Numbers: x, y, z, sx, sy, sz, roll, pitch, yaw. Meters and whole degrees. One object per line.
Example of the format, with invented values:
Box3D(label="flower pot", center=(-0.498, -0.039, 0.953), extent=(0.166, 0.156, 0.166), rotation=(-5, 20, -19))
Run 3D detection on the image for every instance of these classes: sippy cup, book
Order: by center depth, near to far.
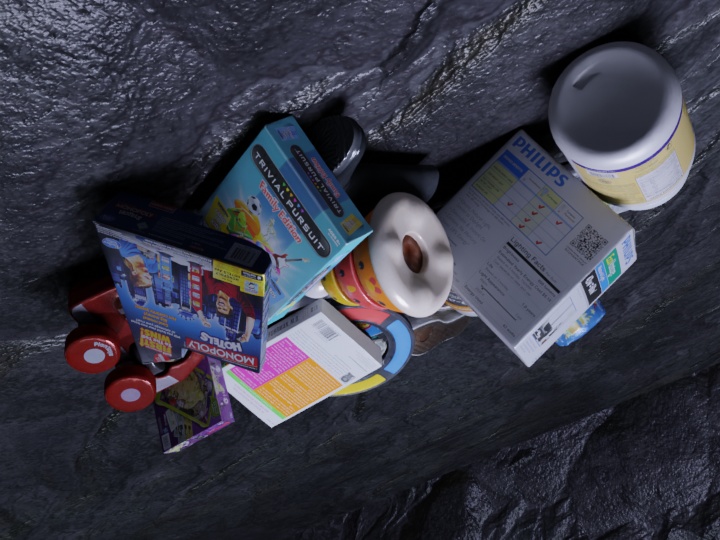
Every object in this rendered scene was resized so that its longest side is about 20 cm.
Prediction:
Box3D(label="book", center=(-0.088, 0.126, 1.236), extent=(0.199, 0.048, 0.134), rotation=(-29, 128, 25))
Box3D(label="sippy cup", center=(0.328, 0.048, 1.499), extent=(0.140, 0.131, 0.177), rotation=(-44, 173, 40))

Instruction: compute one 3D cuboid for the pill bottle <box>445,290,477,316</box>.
Box3D(label="pill bottle", center=(0.157, -0.005, 1.333), extent=(0.115, 0.117, 0.200), rotation=(-20, 157, 6))

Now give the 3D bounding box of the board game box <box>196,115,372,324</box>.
Box3D(label="board game box", center=(-0.095, -0.047, 1.004), extent=(0.047, 0.152, 0.200), rotation=(-29, 171, -44))

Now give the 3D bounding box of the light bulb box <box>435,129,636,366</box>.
Box3D(label="light bulb box", center=(0.206, -0.026, 1.140), extent=(0.200, 0.198, 0.125), rotation=(-44, 156, 2))

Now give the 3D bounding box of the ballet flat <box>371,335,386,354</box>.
Box3D(label="ballet flat", center=(-0.046, 0.165, 1.460), extent=(0.198, 0.072, 0.072), rotation=(-21, 157, 12))

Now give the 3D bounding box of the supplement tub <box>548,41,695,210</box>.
Box3D(label="supplement tub", center=(0.310, -0.159, 1.058), extent=(0.144, 0.147, 0.200), rotation=(-25, 156, 19))

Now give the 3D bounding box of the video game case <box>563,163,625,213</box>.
Box3D(label="video game case", center=(0.358, -0.123, 1.335), extent=(0.180, 0.022, 0.200), rotation=(-18, 158, 1))

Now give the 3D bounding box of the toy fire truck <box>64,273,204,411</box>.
Box3D(label="toy fire truck", center=(-0.269, 0.074, 1.151), extent=(0.167, 0.113, 0.201), rotation=(-25, 131, 8))

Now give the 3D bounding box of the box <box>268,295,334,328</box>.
Box3D(label="box", center=(-0.122, 0.052, 1.265), extent=(0.157, 0.049, 0.200), rotation=(-18, 172, -21))

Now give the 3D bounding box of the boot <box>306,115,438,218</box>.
Box3D(label="boot", center=(0.017, -0.111, 1.054), extent=(0.198, 0.066, 0.164), rotation=(6, 156, -38))

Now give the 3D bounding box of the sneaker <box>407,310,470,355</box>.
Box3D(label="sneaker", center=(0.100, 0.083, 1.502), extent=(0.199, 0.084, 0.073), rotation=(-10, 132, -56))

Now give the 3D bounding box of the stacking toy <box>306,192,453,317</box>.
Box3D(label="stacking toy", center=(0.000, 0.000, 1.100), extent=(0.199, 0.148, 0.145), rotation=(-17, 162, 40))

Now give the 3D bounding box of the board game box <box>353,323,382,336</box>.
Box3D(label="board game box", center=(-0.043, 0.096, 1.416), extent=(0.194, 0.056, 0.200), rotation=(-21, 176, 8))

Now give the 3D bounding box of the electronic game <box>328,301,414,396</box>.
Box3D(label="electronic game", center=(-0.020, 0.112, 1.287), extent=(0.198, 0.042, 0.201), rotation=(-7, 136, -6))

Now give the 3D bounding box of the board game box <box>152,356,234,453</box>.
Box3D(label="board game box", center=(-0.243, 0.134, 1.248), extent=(0.120, 0.202, 0.032), rotation=(-31, 154, 32))

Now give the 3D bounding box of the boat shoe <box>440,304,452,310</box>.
Box3D(label="boat shoe", center=(0.165, 0.031, 1.478), extent=(0.198, 0.076, 0.072), rotation=(-10, 158, -13))

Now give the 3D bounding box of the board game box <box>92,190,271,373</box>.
Box3D(label="board game box", center=(-0.191, 0.033, 1.021), extent=(0.198, 0.062, 0.201), rotation=(18, 132, 10))
